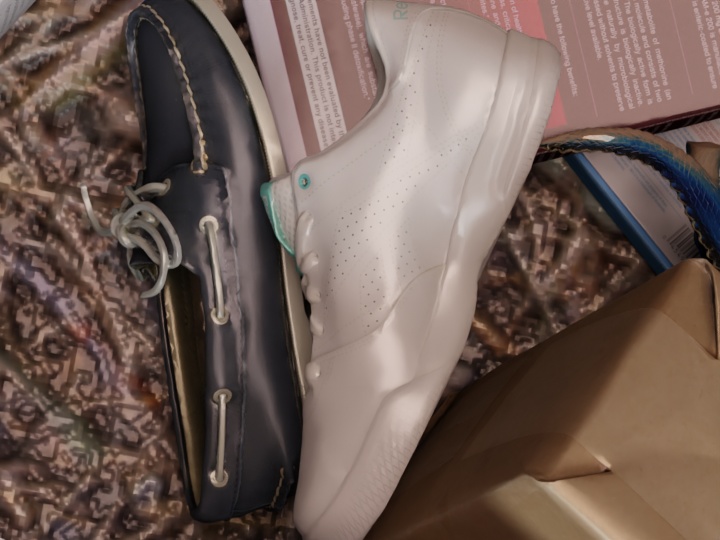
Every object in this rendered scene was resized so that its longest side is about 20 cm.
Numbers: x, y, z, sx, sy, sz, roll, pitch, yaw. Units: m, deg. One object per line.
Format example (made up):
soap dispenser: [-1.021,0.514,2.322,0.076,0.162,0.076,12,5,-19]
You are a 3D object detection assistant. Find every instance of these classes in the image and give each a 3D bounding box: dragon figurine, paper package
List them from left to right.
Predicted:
paper package: [0.115,0.112,0.972,0.190,0.200,0.104,42,65,-5]
dragon figurine: [0.148,0.004,1.021,0.199,0.059,0.100,12,84,-44]

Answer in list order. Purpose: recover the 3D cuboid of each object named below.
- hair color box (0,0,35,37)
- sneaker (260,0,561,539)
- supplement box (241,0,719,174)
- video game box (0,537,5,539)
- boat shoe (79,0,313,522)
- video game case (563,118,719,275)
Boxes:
hair color box: [-0.124,-0.144,1.005,0.065,0.109,0.200,43,79,-4]
sneaker: [0.000,0.000,0.985,0.088,0.075,0.201,20,90,-3]
supplement box: [0.059,-0.095,1.041,0.199,0.061,0.110,-13,88,1]
video game box: [-0.174,0.180,0.932,0.047,0.182,0.201,24,82,-9]
boat shoe: [-0.062,-0.006,1.025,0.061,0.075,0.201,-14,97,-22]
video game case: [0.174,-0.087,1.099,0.200,0.018,0.143,-40,92,-11]
